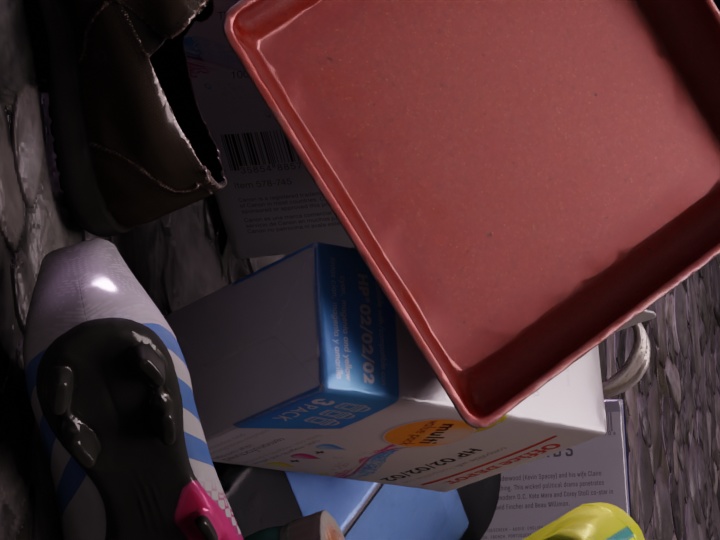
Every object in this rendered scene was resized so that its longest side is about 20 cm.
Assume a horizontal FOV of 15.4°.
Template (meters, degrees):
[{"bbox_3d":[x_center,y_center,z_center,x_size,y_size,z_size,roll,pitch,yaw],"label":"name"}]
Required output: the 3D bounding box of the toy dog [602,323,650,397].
[{"bbox_3d":[0.075,0.088,1.542,0.096,0.132,0.200,30,86,-88],"label":"toy dog"}]

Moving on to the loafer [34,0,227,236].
[{"bbox_3d":[-0.090,-0.115,1.059,0.073,0.071,0.200,-55,138,-68],"label":"loafer"}]

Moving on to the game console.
[{"bbox_3d":[-0.001,0.110,1.278,0.200,0.031,0.177,-52,141,-37],"label":"game console"}]

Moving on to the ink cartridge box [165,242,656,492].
[{"bbox_3d":[0.027,0.049,1.181,0.200,0.115,0.068,10,67,-37],"label":"ink cartridge box"}]

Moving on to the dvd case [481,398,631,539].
[{"bbox_3d":[0.076,0.174,1.464,0.025,0.150,0.200,133,-46,-81],"label":"dvd case"}]

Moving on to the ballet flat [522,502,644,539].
[{"bbox_3d":[0.057,0.181,1.346,0.067,0.200,0.067,56,25,6],"label":"ballet flat"}]

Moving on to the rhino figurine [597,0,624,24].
[{"bbox_3d":[0.093,-0.111,1.204,0.087,0.060,0.200,33,55,-84],"label":"rhino figurine"}]

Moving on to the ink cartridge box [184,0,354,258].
[{"bbox_3d":[-0.004,-0.131,1.247,0.145,0.145,0.200,-77,158,-51],"label":"ink cartridge box"}]

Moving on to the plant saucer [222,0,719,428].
[{"bbox_3d":[0.064,-0.068,1.117,0.200,0.200,0.037,58,-21,-8],"label":"plant saucer"}]

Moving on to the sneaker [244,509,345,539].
[{"bbox_3d":[-0.042,0.179,1.095,0.200,0.080,0.071,-89,156,-61],"label":"sneaker"}]

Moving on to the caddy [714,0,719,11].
[{"bbox_3d":[0.172,-0.118,1.276,0.105,0.200,0.142,22,60,-57],"label":"caddy"}]

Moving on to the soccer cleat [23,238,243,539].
[{"bbox_3d":[-0.085,0.077,1.026,0.086,0.070,0.200,-109,-171,-53],"label":"soccer cleat"}]
